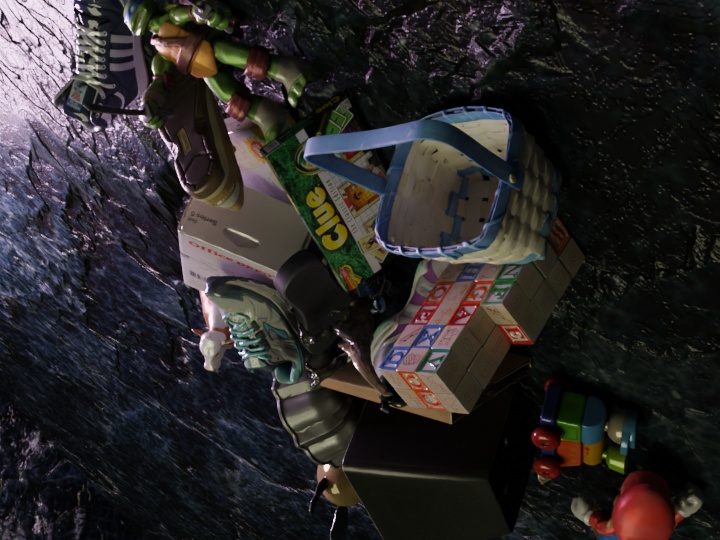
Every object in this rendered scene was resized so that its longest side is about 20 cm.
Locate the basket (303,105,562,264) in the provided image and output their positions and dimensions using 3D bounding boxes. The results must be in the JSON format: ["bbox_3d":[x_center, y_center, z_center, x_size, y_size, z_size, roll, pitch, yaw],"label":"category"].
[{"bbox_3d":[0.069,-0.080,0.962,0.198,0.141,0.175,19,169,-42],"label":"basket"}]

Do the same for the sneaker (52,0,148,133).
[{"bbox_3d":[-0.299,-0.239,1.205,0.069,0.109,0.201,26,151,18],"label":"sneaker"}]

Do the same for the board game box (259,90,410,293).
[{"bbox_3d":[-0.017,-0.077,1.132,0.201,0.104,0.023,59,173,-37],"label":"board game box"}]

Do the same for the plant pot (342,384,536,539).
[{"bbox_3d":[0.116,0.230,1.374,0.175,0.202,0.201,3,139,27],"label":"plant pot"}]

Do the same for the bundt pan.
[{"bbox_3d":[-0.025,0.149,1.408,0.075,0.203,0.202,-23,120,32],"label":"bundt pan"}]

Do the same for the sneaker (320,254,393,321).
[{"bbox_3d":[0.000,0.000,1.281,0.088,0.079,0.201,16,152,9],"label":"sneaker"}]

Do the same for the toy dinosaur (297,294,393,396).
[{"bbox_3d":[-0.019,0.081,1.164,0.087,0.201,0.048,-16,119,4],"label":"toy dinosaur"}]

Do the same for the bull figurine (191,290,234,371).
[{"bbox_3d":[-0.178,0.043,1.426,0.064,0.203,0.122,-12,154,10],"label":"bull figurine"}]

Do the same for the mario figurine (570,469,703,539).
[{"bbox_3d":[0.331,0.279,1.297,0.106,0.123,0.200,50,169,19],"label":"mario figurine"}]

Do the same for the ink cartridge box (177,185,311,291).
[{"bbox_3d":[-0.136,-0.023,1.291,0.144,0.085,0.200,22,161,-1],"label":"ink cartridge box"}]

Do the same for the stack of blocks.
[{"bbox_3d":[0.119,0.041,1.046,0.114,0.201,0.059,-4,133,53],"label":"stack of blocks"}]

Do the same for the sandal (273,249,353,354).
[{"bbox_3d":[-0.054,0.029,1.218,0.043,0.076,0.201,42,165,27],"label":"sandal"}]

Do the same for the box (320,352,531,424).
[{"bbox_3d":[0.076,0.119,1.273,0.198,0.163,0.022,11,115,40],"label":"box"}]

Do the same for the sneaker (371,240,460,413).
[{"bbox_3d":[0.077,0.072,1.147,0.077,0.141,0.201,22,122,-14],"label":"sneaker"}]

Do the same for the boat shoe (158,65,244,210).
[{"bbox_3d":[-0.169,-0.141,1.171,0.071,0.202,0.076,-32,141,20],"label":"boat shoe"}]

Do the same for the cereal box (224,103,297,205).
[{"bbox_3d":[-0.113,-0.115,1.252,0.199,0.040,0.144,-1,136,51],"label":"cereal box"}]

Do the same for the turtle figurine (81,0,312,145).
[{"bbox_3d":[-0.156,-0.188,1.051,0.192,0.145,0.200,25,-172,-10],"label":"turtle figurine"}]

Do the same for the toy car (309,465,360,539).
[{"bbox_3d":[-0.001,0.294,1.581,0.156,0.201,0.165,9,143,42],"label":"toy car"}]

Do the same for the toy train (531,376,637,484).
[{"bbox_3d":[0.269,0.215,1.284,0.114,0.085,0.201,10,145,19],"label":"toy train"}]

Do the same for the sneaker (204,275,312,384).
[{"bbox_3d":[-0.114,0.072,1.259,0.077,0.087,0.200,4,156,37],"label":"sneaker"}]
